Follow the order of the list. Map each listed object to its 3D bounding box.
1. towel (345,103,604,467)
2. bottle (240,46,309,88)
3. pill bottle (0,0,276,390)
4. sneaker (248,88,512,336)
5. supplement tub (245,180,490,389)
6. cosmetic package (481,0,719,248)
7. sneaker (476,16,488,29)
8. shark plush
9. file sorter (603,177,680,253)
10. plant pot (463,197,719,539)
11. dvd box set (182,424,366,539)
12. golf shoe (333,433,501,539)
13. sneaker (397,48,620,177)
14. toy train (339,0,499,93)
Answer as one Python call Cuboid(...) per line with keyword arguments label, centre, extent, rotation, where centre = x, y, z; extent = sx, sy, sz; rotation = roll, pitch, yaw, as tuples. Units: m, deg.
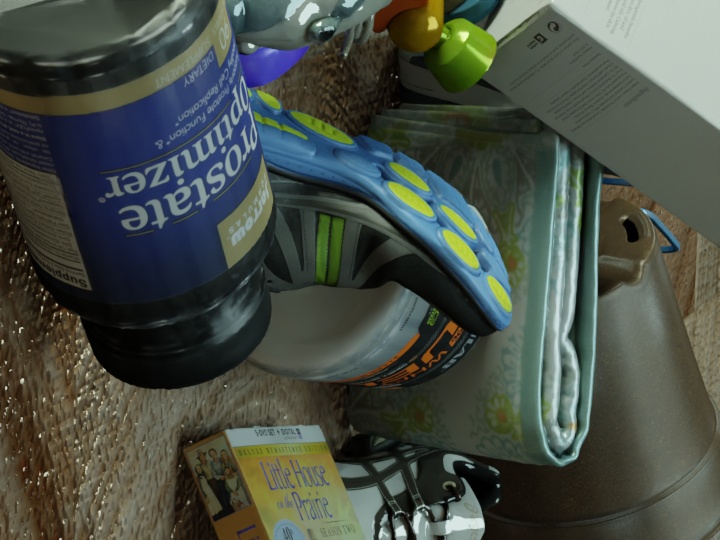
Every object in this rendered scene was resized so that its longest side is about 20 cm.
Cuboid(label="towel", centre=(0.065, 0.004, 1.668), extent=(0.048, 0.171, 0.201), rotation=(3, 93, -39))
Cuboid(label="bottle", centre=(-0.065, -0.188, 1.383), extent=(0.084, 0.065, 0.201), rotation=(-52, 143, -48))
Cuboid(label="pill bottle", centre=(-0.097, -0.048, 1.255), extent=(0.200, 0.111, 0.112), rotation=(76, 26, -43))
Cuboid(label="sneaker", centre=(-0.017, -0.022, 1.403), extent=(0.083, 0.199, 0.071), rotation=(-61, -172, 24))
Cuboid(label="supplement tub", centre=(0.000, 0.000, 1.540), extent=(0.200, 0.122, 0.123), rotation=(11, 84, -71))
Cuboid(label="cosmetic package", centre=(0.172, -0.108, 1.597), extent=(0.200, 0.085, 0.108), rotation=(36, 52, -16))
Cuboid(label="sneaker", centre=(0.136, -0.182, 1.859), extent=(0.146, 0.080, 0.201), rotation=(31, 48, -36))
Cuboid(label="shark plush", centre=(-0.040, -0.146, 1.354), extent=(0.200, 0.091, 0.084), rotation=(-26, 107, -24))
Cuboid(label="file sorter", centre=(0.161, -0.120, 1.988), extent=(0.139, 0.122, 0.201), rotation=(35, 63, -68))
Cuboid(label="plant pot", centre=(0.134, 0.069, 1.876), extent=(0.200, 0.200, 0.199), rotation=(-60, 141, -52))
Cuboid(label="dvd box set", centre=(-0.018, 0.177, 1.529), extent=(0.201, 0.029, 0.146), rotation=(67, 16, 10))
Cuboid(label="golf shoe", centre=(0.020, 0.141, 1.683), extent=(0.200, 0.094, 0.078), rotation=(-42, 136, -61))
Cuboid(label="sneaker", centre=(0.101, -0.046, 1.732), extent=(0.077, 0.202, 0.147), rotation=(-15, 116, -39))
Cuboid(label="toy train", centre=(0.026, -0.133, 1.516), extent=(0.116, 0.085, 0.200), rotation=(43, 30, -29))
